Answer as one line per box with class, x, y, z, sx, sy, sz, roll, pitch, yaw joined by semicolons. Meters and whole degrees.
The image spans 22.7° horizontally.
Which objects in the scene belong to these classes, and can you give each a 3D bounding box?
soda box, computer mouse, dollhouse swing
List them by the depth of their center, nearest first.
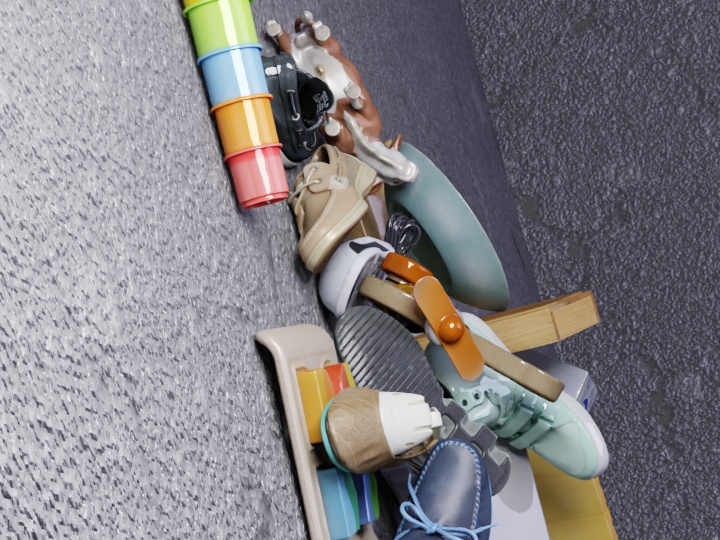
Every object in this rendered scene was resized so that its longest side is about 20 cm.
computer mouse;0.000;0.000;1.638;0.110;0.044;0.200;-66;167;7
soda box;0.141;0.108;1.859;0.064;0.199;0.068;-64;157;-12
dollhouse swing;0.172;0.242;1.864;0.182;0.175;0.201;-52;124;-77

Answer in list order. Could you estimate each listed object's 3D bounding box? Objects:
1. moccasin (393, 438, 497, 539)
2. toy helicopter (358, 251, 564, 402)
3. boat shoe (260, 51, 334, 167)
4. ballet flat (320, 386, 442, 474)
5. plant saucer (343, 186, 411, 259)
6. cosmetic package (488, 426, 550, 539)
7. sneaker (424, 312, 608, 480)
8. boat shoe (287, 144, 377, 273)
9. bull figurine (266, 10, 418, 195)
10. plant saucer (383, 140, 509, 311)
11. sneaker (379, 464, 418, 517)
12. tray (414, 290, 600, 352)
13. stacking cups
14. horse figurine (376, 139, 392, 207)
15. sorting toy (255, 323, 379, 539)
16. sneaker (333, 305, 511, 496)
moccasin;0.060;0.229;1.405;0.068;0.080;0.202;45;54;-69
toy helicopter;0.089;0.057;1.551;0.199;0.079;0.132;29;-6;-3
boat shoe;-0.057;-0.146;1.563;0.199;0.066;0.075;48;25;-67
ballet flat;0.025;0.121;1.382;0.200;0.072;0.068;35;43;-74
plant saucer;0.009;-0.051;1.819;0.200;0.035;0.202;-19;90;-76
cosmetic package;0.107;0.214;1.699;0.090;0.107;0.201;-3;71;-34
sneaker;0.127;0.140;1.631;0.200;0.074;0.118;42;43;5
boat shoe;-0.035;-0.057;1.578;0.064;0.071;0.200;37;19;-7
bull figurine;-0.020;-0.161;1.704;0.201;0.065;0.121;55;0;17
plant saucer;0.073;-0.034;1.782;0.201;0.039;0.201;53;-12;17
sneaker;0.061;0.227;1.623;0.201;0.077;0.113;-100;-177;-52
tray;0.122;0.064;1.745;0.098;0.199;0.037;-18;92;-57
stacking cups;-0.101;-0.148;1.399;0.060;0.060;0.202;0;79;-79
horse figurine;0.038;-0.065;1.986;0.133;0.050;0.200;63;16;-14
sorting toy;-0.020;0.137;1.397;0.185;0.036;0.201;-1;74;-79
sneaker;0.035;0.119;1.534;0.200;0.074;0.088;52;-27;-9
